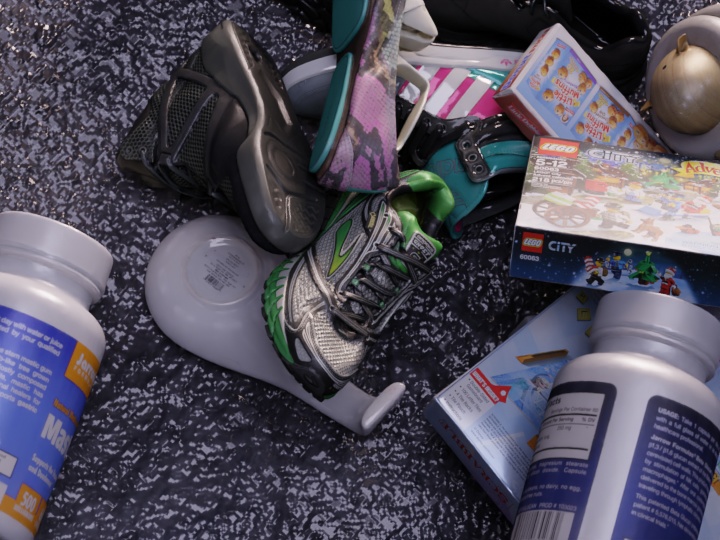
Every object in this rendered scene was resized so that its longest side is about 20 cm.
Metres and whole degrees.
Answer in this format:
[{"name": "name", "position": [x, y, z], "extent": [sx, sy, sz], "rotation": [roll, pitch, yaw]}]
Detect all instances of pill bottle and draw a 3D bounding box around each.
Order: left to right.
[{"name": "pill bottle", "position": [-0.227, 0.070, 1.665], "extent": [0.111, 0.112, 0.201], "rotation": [21, 72, -3]}, {"name": "pill bottle", "position": [0.160, 0.119, 1.603], "extent": [0.110, 0.111, 0.201], "rotation": [19, 71, -3]}]

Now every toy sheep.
[{"name": "toy sheep", "position": [0.270, -0.122, 1.789], "extent": [0.199, 0.138, 0.139], "rotation": [-3, 71, -45]}]

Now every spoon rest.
[{"name": "spoon rest", "position": [-0.057, 0.041, 1.738], "extent": [0.200, 0.061, 0.099], "rotation": [40, 70, 18]}]

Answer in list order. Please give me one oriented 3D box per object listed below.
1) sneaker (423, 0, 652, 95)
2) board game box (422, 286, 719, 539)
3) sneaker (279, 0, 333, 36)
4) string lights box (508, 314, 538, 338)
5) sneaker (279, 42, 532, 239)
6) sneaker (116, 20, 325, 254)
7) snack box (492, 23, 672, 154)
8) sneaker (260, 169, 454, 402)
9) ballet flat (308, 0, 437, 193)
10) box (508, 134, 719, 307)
[{"name": "sneaker", "position": [0.112, -0.188, 1.806], "extent": [0.199, 0.091, 0.076], "rotation": [19, 73, -2]}, {"name": "board game box", "position": [0.177, 0.105, 1.693], "extent": [0.199, 0.041, 0.200], "rotation": [-37, 84, -19]}, {"name": "sneaker", "position": [-0.046, -0.243, 1.807], "extent": [0.200, 0.076, 0.088], "rotation": [37, 66, 3]}, {"name": "string lights box", "position": [0.175, 0.121, 1.742], "extent": [0.102, 0.059, 0.201], "rotation": [-11, 76, -12]}, {"name": "sneaker", "position": [0.045, -0.083, 1.772], "extent": [0.198, 0.084, 0.122], "rotation": [1, 64, -10]}, {"name": "sneaker", "position": [-0.091, -0.064, 1.715], "extent": [0.114, 0.076, 0.200], "rotation": [-40, 46, 18]}, {"name": "snack box", "position": [0.175, -0.070, 1.774], "extent": [0.200, 0.024, 0.072], "rotation": [47, 56, -15]}, {"name": "sneaker", "position": [0.000, 0.000, 1.669], "extent": [0.078, 0.085, 0.201], "rotation": [50, 41, -26]}, {"name": "ballet flat", "position": [0.013, -0.138, 1.715], "extent": [0.071, 0.069, 0.201], "rotation": [15, 64, -18]}, {"name": "box", "position": [0.199, -0.029, 1.672], "extent": [0.198, 0.038, 0.137], "rotation": [8, 29, 5]}]
